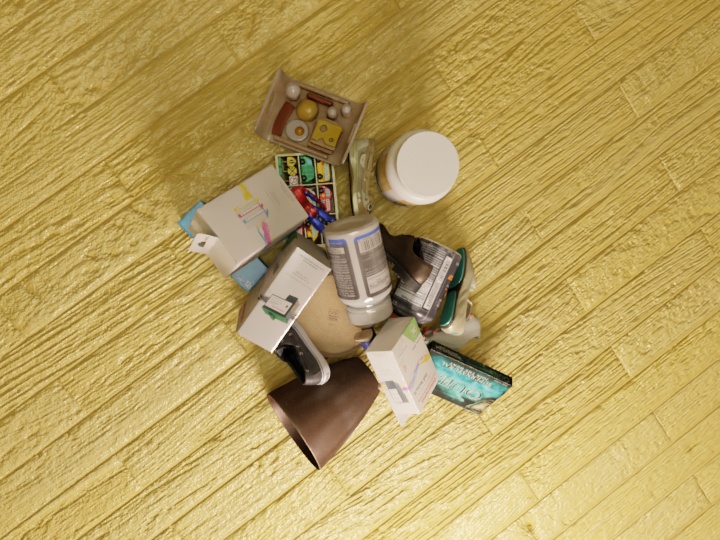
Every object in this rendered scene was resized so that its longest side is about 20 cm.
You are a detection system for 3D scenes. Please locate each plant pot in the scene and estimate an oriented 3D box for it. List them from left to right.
[{"bbox_3d":[-0.062,0.276,1.210,0.199,0.187,0.188,-34,98,-19],"label":"plant pot"}]

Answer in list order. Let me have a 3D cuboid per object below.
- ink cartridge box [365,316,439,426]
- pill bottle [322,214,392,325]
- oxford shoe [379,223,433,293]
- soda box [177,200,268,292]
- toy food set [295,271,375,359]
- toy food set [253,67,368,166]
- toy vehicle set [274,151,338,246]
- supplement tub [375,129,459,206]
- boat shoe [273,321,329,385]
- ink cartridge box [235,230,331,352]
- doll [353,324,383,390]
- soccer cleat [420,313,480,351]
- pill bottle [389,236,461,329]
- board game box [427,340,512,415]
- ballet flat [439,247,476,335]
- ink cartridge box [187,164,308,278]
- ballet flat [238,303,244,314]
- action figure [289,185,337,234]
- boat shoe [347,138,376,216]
[{"bbox_3d":[0.097,0.209,1.181,0.067,0.117,0.201,-7,117,36],"label":"ink cartridge box"},{"bbox_3d":[0.000,0.000,1.157,0.113,0.114,0.202,-15,110,-6],"label":"pill bottle"},{"bbox_3d":[0.088,-0.044,1.201,0.084,0.200,0.073,-47,141,10],"label":"oxford shoe"},{"bbox_3d":[-0.280,-0.049,1.200,0.068,0.064,0.200,-44,99,-3],"label":"soda box"},{"bbox_3d":[-0.062,0.094,1.249,0.198,0.049,0.200,-6,95,-8],"label":"toy food set"},{"bbox_3d":[-0.101,-0.315,1.187,0.199,0.060,0.145,21,85,2],"label":"toy food set"},{"bbox_3d":[-0.112,-0.149,1.234,0.123,0.027,0.202,-6,95,-7],"label":"toy vehicle set"},{"bbox_3d":[0.113,-0.205,1.173,0.143,0.200,0.146,-1,95,-8],"label":"supplement tub"},{"bbox_3d":[-0.141,0.163,1.177,0.066,0.200,0.070,-7,131,-40],"label":"boat shoe"},{"bbox_3d":[-0.150,0.038,1.120,0.084,0.146,0.201,33,99,-15],"label":"ink cartridge box"},{"bbox_3d":[0.051,0.196,1.223,0.048,0.137,0.201,-21,121,20],"label":"doll"},{"bbox_3d":[0.177,0.156,1.279,0.199,0.069,0.078,-20,105,-7],"label":"soccer cleat"},{"bbox_3d":[0.130,0.038,1.243,0.106,0.106,0.201,25,91,-9],"label":"pill bottle"},{"bbox_3d":[0.211,0.239,1.267,0.199,0.028,0.136,25,132,-8],"label":"board game box"},{"bbox_3d":[0.218,0.048,1.257,0.069,0.069,0.201,21,67,-9],"label":"ballet flat"},{"bbox_3d":[-0.227,-0.085,1.115,0.200,0.128,0.126,-38,93,-27],"label":"ink cartridge box"},{"bbox_3d":[-0.179,0.037,1.224,0.200,0.067,0.046,-49,120,1],"label":"ballet flat"},{"bbox_3d":[-0.094,-0.113,1.200,0.200,0.052,0.066,41,84,-15],"label":"action figure"},{"bbox_3d":[0.009,-0.178,1.228,0.063,0.073,0.203,-4,88,-3],"label":"boat shoe"}]
